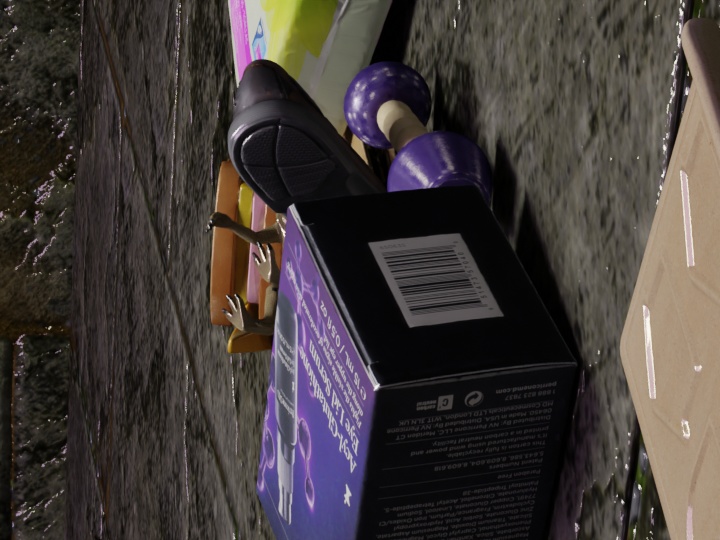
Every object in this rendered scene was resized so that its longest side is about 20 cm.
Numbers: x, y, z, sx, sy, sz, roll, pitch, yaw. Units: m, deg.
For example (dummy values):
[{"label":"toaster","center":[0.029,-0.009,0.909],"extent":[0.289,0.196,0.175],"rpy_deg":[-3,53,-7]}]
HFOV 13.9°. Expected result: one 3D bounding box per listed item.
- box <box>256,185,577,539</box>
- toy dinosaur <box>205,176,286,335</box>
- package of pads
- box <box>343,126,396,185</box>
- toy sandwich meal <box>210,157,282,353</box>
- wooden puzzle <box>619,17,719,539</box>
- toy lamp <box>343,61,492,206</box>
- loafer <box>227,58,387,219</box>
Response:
[{"label":"box","center":[0.023,0.081,1.471],"extent":[0.148,0.104,0.200],"rpy_deg":[-117,27,-48]},{"label":"toy dinosaur","center":[-0.026,0.003,1.707],"extent":[0.058,0.101,0.200],"rpy_deg":[-35,70,47]},{"label":"package of pads","center":[-0.027,-0.188,1.799],"extent":[0.200,0.068,0.155],"rpy_deg":[112,158,-47]},{"label":"box","center":[0.000,0.000,1.846],"extent":[0.164,0.021,0.200],"rpy_deg":[-104,17,-49]},{"label":"toy sandwich meal","center":[-0.063,-0.029,1.970],"extent":[0.205,0.070,0.206],"rpy_deg":[-175,90,-87]},{"label":"wooden puzzle","center":[0.142,0.038,1.067],"extent":[0.200,0.046,0.185],"rpy_deg":[94,170,-46]},{"label":"toy lamp","center":[0.033,-0.062,1.591],"extent":[0.200,0.058,0.058],"rpy_deg":[-114,25,-70]},{"label":"loafer","center":[-0.012,-0.040,1.642],"extent":[0.063,0.072,0.200],"rpy_deg":[-97,-20,-44]}]
